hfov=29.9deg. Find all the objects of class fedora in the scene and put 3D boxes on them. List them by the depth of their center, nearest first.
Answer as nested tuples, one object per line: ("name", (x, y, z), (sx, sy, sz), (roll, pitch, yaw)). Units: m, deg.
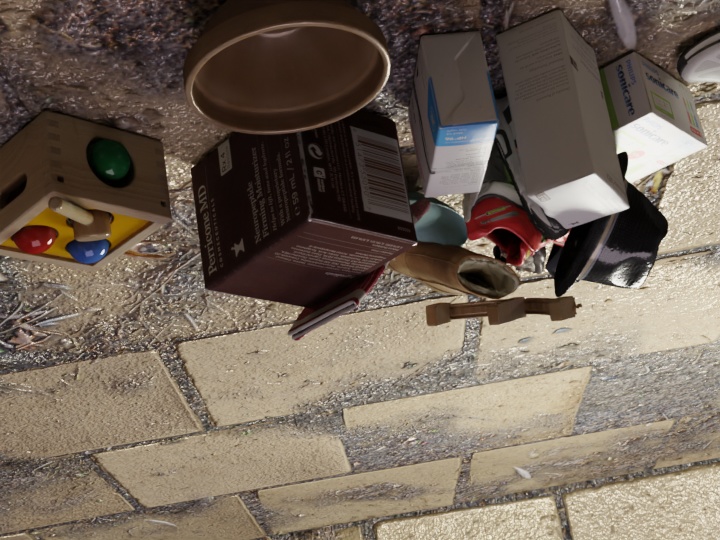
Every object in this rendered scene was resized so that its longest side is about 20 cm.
("fedora", (0.294, -0.038, 1.535), (0.091, 0.201, 0.201), (24, 154, 1))

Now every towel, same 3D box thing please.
("towel", (0.000, 0.000, 1.655), (0.023, 0.200, 0.144), (46, 139, -13))

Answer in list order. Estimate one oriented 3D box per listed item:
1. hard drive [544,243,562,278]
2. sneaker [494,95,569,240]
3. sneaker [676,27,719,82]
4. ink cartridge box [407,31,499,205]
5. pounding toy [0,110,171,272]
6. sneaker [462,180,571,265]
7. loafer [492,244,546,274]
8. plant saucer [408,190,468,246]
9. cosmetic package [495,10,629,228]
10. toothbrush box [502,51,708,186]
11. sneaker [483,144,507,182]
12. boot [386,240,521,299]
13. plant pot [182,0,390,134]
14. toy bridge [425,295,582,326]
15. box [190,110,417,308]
("hard drive", (0.300, -0.071, 1.774), (0.042, 0.135, 0.200), (23, 156, -1))
("sneaker", (0.200, -0.126, 1.516), (0.080, 0.201, 0.074), (-21, 151, 5))
("sneaker", (0.462, -0.218, 1.506), (0.200, 0.116, 0.076), (-12, 157, 6))
("ink cartridge box", (0.098, -0.159, 1.491), (0.068, 0.116, 0.200), (-7, 156, -6))
("pounding toy", (-0.315, -0.076, 1.481), (0.184, 0.143, 0.200), (12, 149, -43))
("sneaker", (0.199, -0.045, 1.632), (0.199, 0.085, 0.077), (14, 161, -33))
("loafer", (0.218, -0.037, 1.868), (0.071, 0.073, 0.200), (-2, 172, 5))
("plant saucer", (0.044, -0.063, 1.775), (0.200, 0.039, 0.201), (-1, 157, 0))
("cosmetic package", (0.214, -0.158, 1.433), (0.081, 0.201, 0.113), (-21, 156, 24))
("toothbrush box", (0.285, -0.160, 1.608), (0.200, 0.086, 0.145), (-27, 152, 32))
("sneaker", (0.162, -0.092, 1.722), (0.199, 0.080, 0.130), (1, 148, -49))
("boot", (0.136, 0.006, 1.694), (0.175, 0.066, 0.200), (10, -178, -30))
("plant pot", (-0.075, -0.220, 1.308), (0.200, 0.093, 0.201), (-8, 157, -3))
("toy bridge", (0.176, 0.047, 1.611), (0.200, 0.027, 0.067), (-4, -176, 39))
("box", (-0.067, -0.076, 1.553), (0.164, 0.166, 0.200), (11, 149, -41))
